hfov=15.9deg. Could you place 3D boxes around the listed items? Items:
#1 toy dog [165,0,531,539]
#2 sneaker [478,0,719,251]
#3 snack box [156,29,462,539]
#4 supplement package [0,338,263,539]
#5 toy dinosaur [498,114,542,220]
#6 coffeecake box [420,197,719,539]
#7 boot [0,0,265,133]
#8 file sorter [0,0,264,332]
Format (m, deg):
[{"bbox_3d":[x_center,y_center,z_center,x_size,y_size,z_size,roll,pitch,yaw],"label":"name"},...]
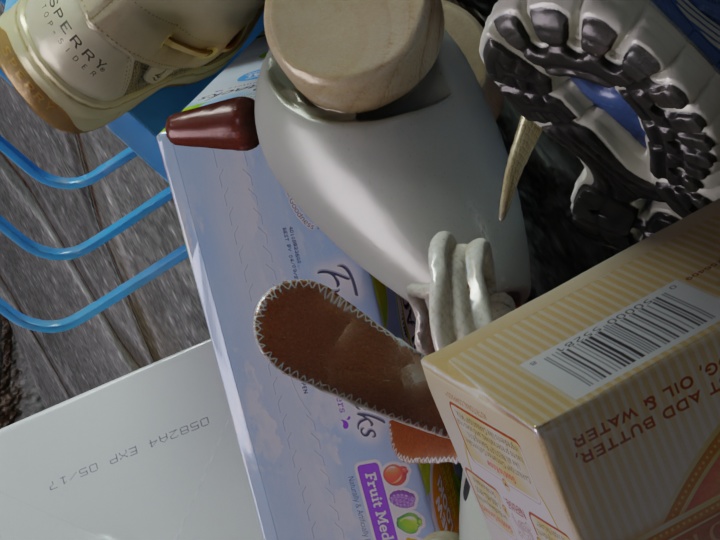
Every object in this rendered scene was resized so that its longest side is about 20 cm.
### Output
[{"bbox_3d":[0.001,0.001,0.727,0.132,0.096,0.201,55,-160,-47],"label":"toy dog"},{"bbox_3d":[0.096,-0.053,0.681,0.078,0.090,0.200,20,166,23],"label":"sneaker"},{"bbox_3d":[0.000,0.000,0.927,0.200,0.067,0.170,-58,-44,-68],"label":"snack box"},{"bbox_3d":[-0.054,0.129,1.071,0.200,0.151,0.152,44,-156,-74],"label":"supplement package"},{"bbox_3d":[0.054,-0.099,0.741,0.200,0.058,0.102,-83,-26,-64],"label":"toy dinosaur"},{"bbox_3d":[0.126,0.080,0.619,0.201,0.153,0.073,67,166,-18],"label":"coffeecake box"},{"bbox_3d":[-0.039,-0.137,0.967,0.073,0.155,0.200,51,-150,-2],"label":"boot"},{"bbox_3d":[-0.126,-0.095,1.095,0.139,0.122,0.201,42,-150,-31],"label":"file sorter"}]
